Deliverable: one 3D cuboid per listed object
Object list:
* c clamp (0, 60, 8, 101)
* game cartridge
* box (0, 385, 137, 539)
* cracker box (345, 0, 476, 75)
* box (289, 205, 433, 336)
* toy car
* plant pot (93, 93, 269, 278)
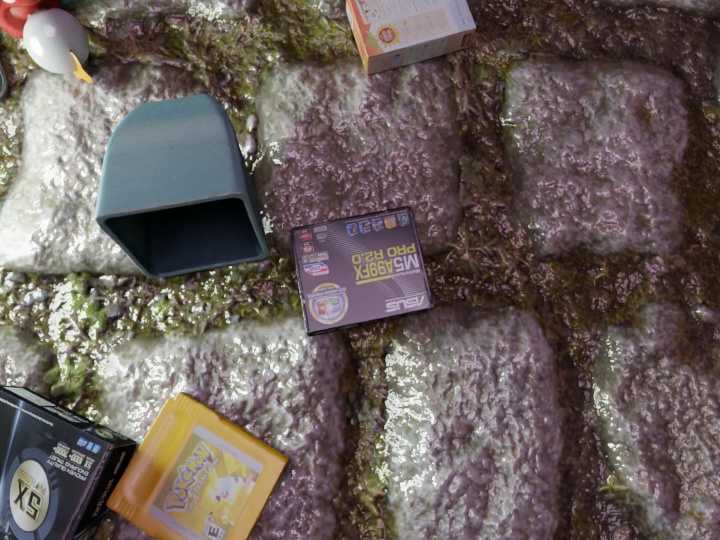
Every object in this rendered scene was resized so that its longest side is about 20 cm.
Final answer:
[{"bbox_3d":[-0.686,-0.334,0.902,0.168,0.027,0.203,-31,78,-14],"label":"c clamp"},{"bbox_3d":[-0.224,0.294,0.753,0.196,0.033,0.179,28,77,4],"label":"game cartridge"},{"bbox_3d":[-0.436,0.272,0.724,0.195,0.086,0.167,24,77,4],"label":"box"},{"bbox_3d":[0.084,-0.433,0.930,0.194,0.058,0.138,-16,78,-5],"label":"cracker box"},{"bbox_3d":[0.000,0.000,0.826,0.194,0.044,0.165,-10,76,-4],"label":"box"},{"bbox_3d":[-0.507,-0.387,0.874,0.184,0.175,0.203,-40,108,-24],"label":"toy car"},{"bbox_3d":[-0.249,-0.133,0.783,0.189,0.197,0.206,-9,68,-4],"label":"plant pot"}]
